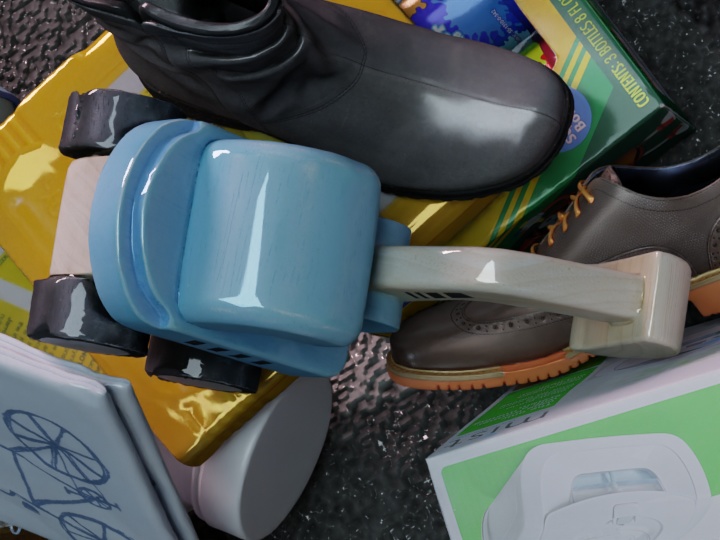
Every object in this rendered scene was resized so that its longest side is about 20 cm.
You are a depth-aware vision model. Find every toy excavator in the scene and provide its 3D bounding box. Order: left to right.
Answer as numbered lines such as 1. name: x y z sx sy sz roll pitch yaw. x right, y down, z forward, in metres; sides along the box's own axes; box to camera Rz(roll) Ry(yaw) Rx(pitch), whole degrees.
1. toy excavator: 0.000 0.000 0.784 0.200 0.194 0.100 1 77 43

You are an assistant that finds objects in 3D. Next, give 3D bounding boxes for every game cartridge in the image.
1. game cartridge: -0.055 -0.045 0.881 0.200 0.032 0.176 -42 73 -1

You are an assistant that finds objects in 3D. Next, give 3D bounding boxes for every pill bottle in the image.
1. pill bottle: -0.120 0.050 0.951 0.200 0.112 0.113 22 93 21

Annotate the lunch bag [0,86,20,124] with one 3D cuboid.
1. lunch bag: -0.262 -0.045 0.965 0.082 0.200 0.161 33 98 20

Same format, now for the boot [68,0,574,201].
1. boot: -0.021 -0.084 0.799 0.200 0.132 0.070 10 79 14

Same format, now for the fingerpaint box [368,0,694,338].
1. fingerpaint box: 0.024 -0.096 0.931 0.167 0.073 0.200 -37 74 13

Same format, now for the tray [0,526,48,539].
1. tray: -0.084 0.164 0.935 0.200 0.099 0.037 17 93 21

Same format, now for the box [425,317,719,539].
1. box: 0.150 0.075 0.809 0.200 0.176 0.097 -18 91 19

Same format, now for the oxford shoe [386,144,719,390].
1. oxford shoe: 0.098 -0.007 0.882 0.200 0.071 0.073 -22 110 5

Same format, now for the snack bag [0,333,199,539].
1. snack bag: -0.163 0.066 0.873 0.200 0.189 0.021 18 61 22
